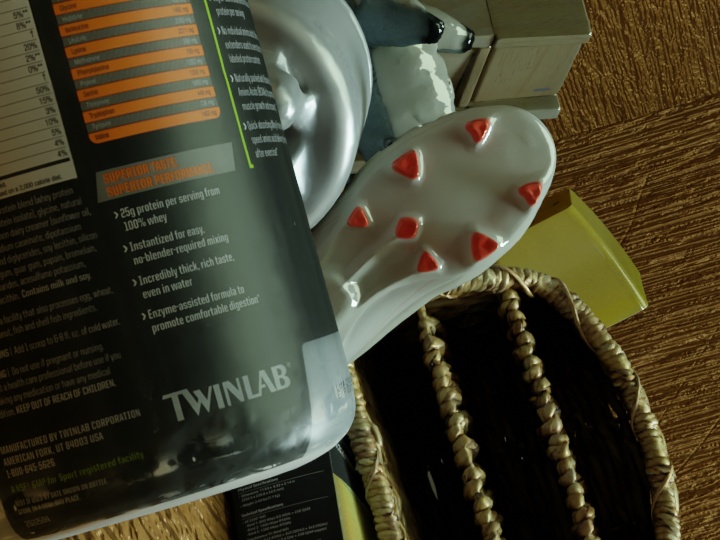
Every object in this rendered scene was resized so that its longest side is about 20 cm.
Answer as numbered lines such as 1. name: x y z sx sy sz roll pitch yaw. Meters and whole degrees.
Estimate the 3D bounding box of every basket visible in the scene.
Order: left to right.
1. basket: 0.079 0.099 0.887 0.149 0.142 0.201 55 18 -70

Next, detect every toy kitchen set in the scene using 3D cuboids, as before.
1. toy kitchen set: 0.021 -0.041 0.989 0.163 0.199 0.181 111 -29 -61

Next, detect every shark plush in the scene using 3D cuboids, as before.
1. shark plush: -0.035 -0.122 0.888 0.199 0.084 0.091 32 11 -2

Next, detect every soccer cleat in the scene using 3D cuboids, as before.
1. soccer cleat: 0.000 0.000 0.792 0.069 0.200 0.078 48 -4 -6

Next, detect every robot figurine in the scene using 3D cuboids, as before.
1. robot figurine: -0.053 -0.074 0.790 0.200 0.112 0.171 -78 -179 -71

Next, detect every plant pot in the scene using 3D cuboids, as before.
1. plant pot: 0.286 -0.003 2.659 0.177 0.199 0.200 60 11 -10

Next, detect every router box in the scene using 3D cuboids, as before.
1. router box: -0.004 0.173 0.870 0.200 0.052 0.158 61 15 -58

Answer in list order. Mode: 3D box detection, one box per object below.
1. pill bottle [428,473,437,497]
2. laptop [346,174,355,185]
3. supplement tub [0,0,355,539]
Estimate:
1. pill bottle: 0.071 0.218 1.061 0.116 0.115 0.201 64 13 -50
2. laptop: 0.028 0.011 1.513 0.200 0.115 0.188 126 -45 -64
3. supplement tub: -0.082 -0.034 0.503 0.123 0.122 0.201 -8 83 -81
